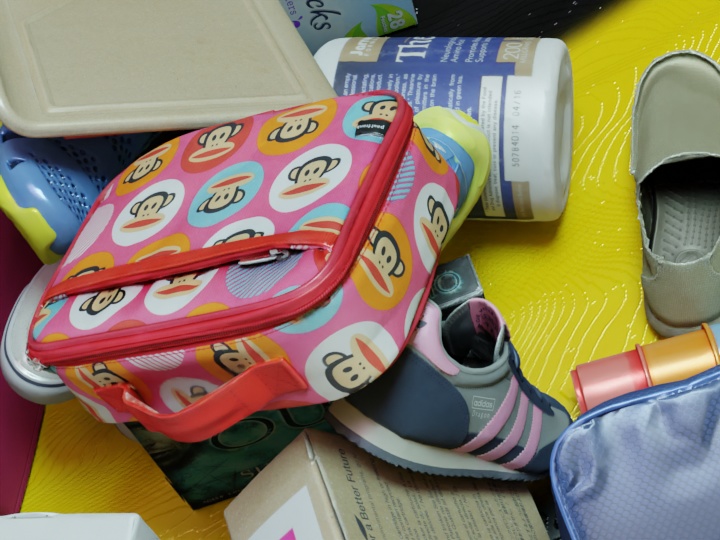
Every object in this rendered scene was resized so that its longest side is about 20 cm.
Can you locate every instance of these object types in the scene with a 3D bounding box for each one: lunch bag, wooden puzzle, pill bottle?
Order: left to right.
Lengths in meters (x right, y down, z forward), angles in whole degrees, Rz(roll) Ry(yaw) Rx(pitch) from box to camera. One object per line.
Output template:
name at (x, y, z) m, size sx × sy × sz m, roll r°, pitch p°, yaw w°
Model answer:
wooden puzzle at (-0.122, -0.125, 0.815) m, size 0.199 × 0.037 × 0.185 m, roll -1°, pitch 37°, yaw -23°
lunch bag at (-0.061, 0.006, 0.681) m, size 0.199 × 0.082 × 0.177 m, roll -11°, pitch 40°, yaw 34°
pill bottle at (0.028, -0.088, 0.881) m, size 0.199 × 0.111 × 0.112 m, roll 2°, pitch 60°, yaw 14°
lunch bag at (0.198, 0.115, 0.704) m, size 0.199 × 0.132 × 0.137 m, roll -17°, pitch 77°, yaw 5°

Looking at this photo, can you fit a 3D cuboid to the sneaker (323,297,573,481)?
sneaker at (0.066, 0.058, 0.731) m, size 0.070 × 0.200 × 0.082 m, roll 31°, pitch 101°, yaw 32°

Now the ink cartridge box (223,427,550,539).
ink cartridge box at (0.038, 0.186, 0.672) m, size 0.075 × 0.164 × 0.201 m, roll -45°, pitch 47°, yaw 29°

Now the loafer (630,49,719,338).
loafer at (0.199, -0.058, 0.847) m, size 0.075 × 0.068 × 0.201 m, roll -3°, pitch 59°, yaw 11°

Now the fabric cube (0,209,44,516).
fabric cube at (-0.308, 0.021, 0.843) m, size 0.195 × 0.200 × 0.201 m, roll -1°, pitch 59°, yaw 14°

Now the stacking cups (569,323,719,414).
stacking cups at (0.218, 0.049, 0.793) m, size 0.199 × 0.061 × 0.061 m, roll -15°, pitch 57°, yaw 10°

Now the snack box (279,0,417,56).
snack box at (-0.063, -0.222, 0.932) m, size 0.168 × 0.200 × 0.068 m, roll -17°, pitch 57°, yaw 2°

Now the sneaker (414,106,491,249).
sneaker at (0.000, 0.000, 0.793) m, size 0.075 × 0.105 × 0.201 m, roll 29°, pitch 106°, yaw 9°

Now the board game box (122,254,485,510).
board game box at (-0.021, 0.067, 0.785) m, size 0.199 × 0.135 × 0.028 m, roll -19°, pitch 57°, yaw 2°

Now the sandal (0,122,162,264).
sandal at (-0.157, -0.075, 0.811) m, size 0.087 × 0.080 × 0.200 m, roll -25°, pitch 27°, yaw 12°

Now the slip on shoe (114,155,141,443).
slip on shoe at (-0.149, 0.021, 0.892) m, size 0.061 × 0.076 × 0.201 m, roll -37°, pitch 57°, yaw 38°

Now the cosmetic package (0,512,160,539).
cosmetic package at (-0.154, 0.218, 0.659) m, size 0.112 × 0.081 × 0.201 m, roll -2°, pitch 58°, yaw 13°

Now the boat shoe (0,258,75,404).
boat shoe at (-0.135, -0.009, 0.824) m, size 0.071 × 0.070 × 0.200 m, roll 36°, pitch 52°, yaw 5°
